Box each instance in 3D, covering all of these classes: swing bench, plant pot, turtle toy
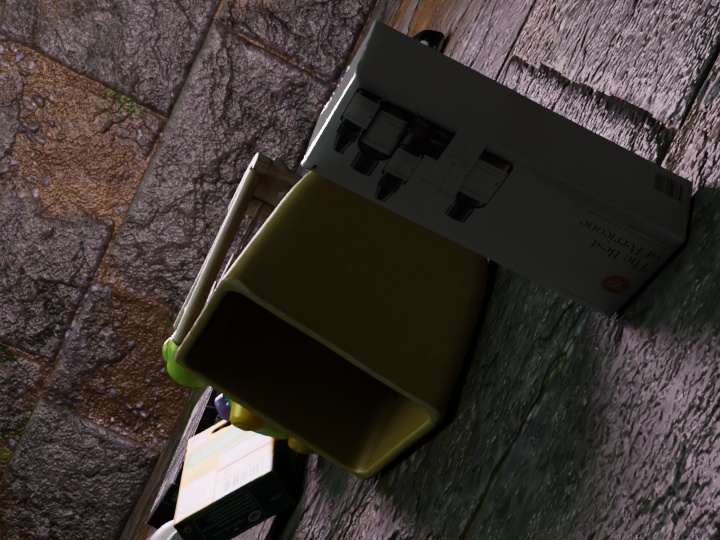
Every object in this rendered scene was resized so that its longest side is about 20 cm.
[{"bbox_3d":[-0.054,0.015,1.460,0.202,0.197,0.130,-64,8,0],"label":"swing bench"},{"bbox_3d":[-0.006,0.016,1.219,0.201,0.194,0.194,-61,6,-28],"label":"plant pot"},{"bbox_3d":[-0.112,0.107,1.582,0.101,0.199,0.147,-18,54,52],"label":"turtle toy"}]

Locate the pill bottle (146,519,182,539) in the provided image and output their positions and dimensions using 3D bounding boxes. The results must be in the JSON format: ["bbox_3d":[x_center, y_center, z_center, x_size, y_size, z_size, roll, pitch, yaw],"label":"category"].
[{"bbox_3d":[-0.203,0.346,1.736,0.112,0.111,0.200,-68,8,-23],"label":"pill bottle"}]

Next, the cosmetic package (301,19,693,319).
[{"bbox_3d":[0.075,-0.051,0.822,0.083,0.198,0.051,-54,13,50],"label":"cosmetic package"}]

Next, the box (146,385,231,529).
[{"bbox_3d":[-0.219,0.269,2.158,0.164,0.085,0.201,-54,13,53],"label":"box"}]

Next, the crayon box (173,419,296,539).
[{"bbox_3d":[-0.135,0.222,1.658,0.125,0.052,0.200,-30,19,9],"label":"crayon box"}]

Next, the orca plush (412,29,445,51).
[{"bbox_3d":[0.043,-0.253,2.095,0.201,0.071,0.105,-61,9,27],"label":"orca plush"}]
